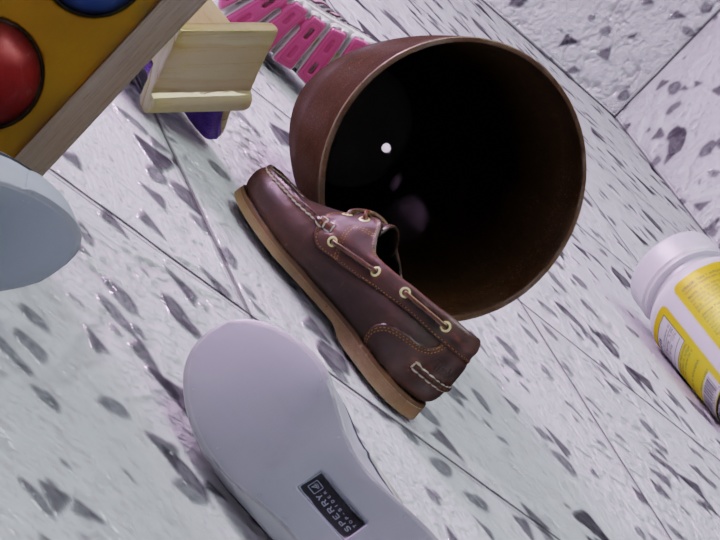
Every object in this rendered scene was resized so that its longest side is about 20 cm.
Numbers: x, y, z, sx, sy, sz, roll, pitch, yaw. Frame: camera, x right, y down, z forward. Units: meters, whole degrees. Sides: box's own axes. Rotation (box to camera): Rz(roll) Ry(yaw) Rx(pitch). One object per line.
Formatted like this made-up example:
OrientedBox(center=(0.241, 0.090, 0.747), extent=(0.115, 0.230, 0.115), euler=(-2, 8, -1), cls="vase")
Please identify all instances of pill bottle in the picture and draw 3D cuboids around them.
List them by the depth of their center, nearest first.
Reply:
OrientedBox(center=(0.345, 0.060, 2.509), extent=(0.114, 0.114, 0.200), euler=(32, 17, -47), cls="pill bottle")

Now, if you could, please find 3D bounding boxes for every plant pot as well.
OrientedBox(center=(0.026, -0.081, 1.792), extent=(0.187, 0.187, 0.200), euler=(39, -2, -25), cls="plant pot")

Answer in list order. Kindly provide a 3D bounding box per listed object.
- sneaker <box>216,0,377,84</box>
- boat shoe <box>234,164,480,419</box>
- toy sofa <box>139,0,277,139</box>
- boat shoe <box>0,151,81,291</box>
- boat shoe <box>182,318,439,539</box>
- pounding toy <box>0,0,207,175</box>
OrientedBox(center=(-0.033, -0.186, 2.145), extent=(0.200, 0.074, 0.088), euler=(35, 20, -21), cls="sneaker")
OrientedBox(center=(0.000, 0.000, 1.621), extent=(0.200, 0.070, 0.070), euler=(49, 13, 28), cls="boat shoe")
OrientedBox(center=(-0.148, -0.176, 1.732), extent=(0.083, 0.098, 0.200), euler=(-3, 44, -41), cls="toy sofa")
OrientedBox(center=(-0.195, -0.048, 1.088), extent=(0.199, 0.074, 0.068), euler=(19, 41, -46), cls="boat shoe")
OrientedBox(center=(-0.016, 0.107, 1.223), extent=(0.200, 0.071, 0.070), euler=(48, -16, 33), cls="boat shoe")
OrientedBox(center=(-0.192, -0.140, 1.218), extent=(0.200, 0.184, 0.142), euler=(43, -1, -8), cls="pounding toy")
